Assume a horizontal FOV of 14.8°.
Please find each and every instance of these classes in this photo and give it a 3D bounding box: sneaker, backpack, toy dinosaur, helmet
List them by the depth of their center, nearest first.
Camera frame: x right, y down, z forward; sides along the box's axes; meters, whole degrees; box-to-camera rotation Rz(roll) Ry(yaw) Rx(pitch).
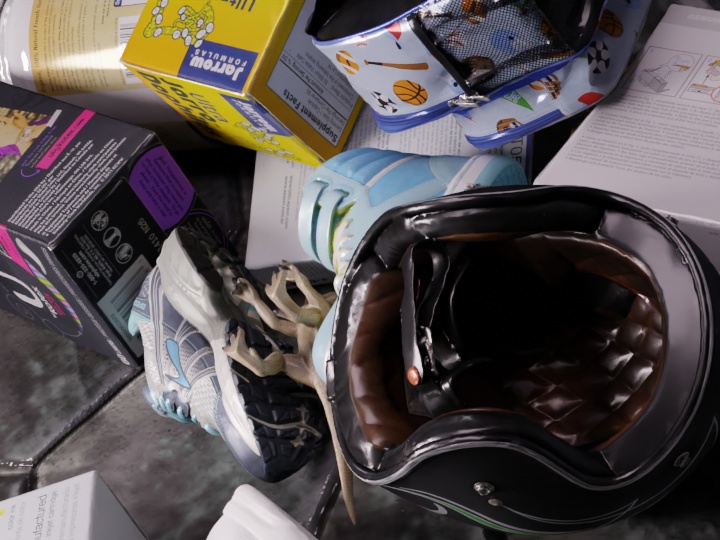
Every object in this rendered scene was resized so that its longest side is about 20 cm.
[{"bbox_3d":[0.097,0.047,1.454,0.190,0.201,0.200,5,30,-23],"label":"helmet"},{"bbox_3d":[-0.032,0.194,1.495,0.089,0.075,0.200,-51,34,-4],"label":"sneaker"},{"bbox_3d":[0.000,0.000,1.601,0.130,0.080,0.200,10,39,32],"label":"sneaker"},{"bbox_3d":[0.070,-0.165,1.613,0.190,0.155,0.200,-15,29,33],"label":"backpack"},{"bbox_3d":[-0.024,0.049,1.615,0.058,0.101,0.200,-47,25,24],"label":"toy dinosaur"},{"bbox_3d":[-0.085,0.067,1.674,0.086,0.077,0.200,-51,39,21],"label":"sneaker"}]

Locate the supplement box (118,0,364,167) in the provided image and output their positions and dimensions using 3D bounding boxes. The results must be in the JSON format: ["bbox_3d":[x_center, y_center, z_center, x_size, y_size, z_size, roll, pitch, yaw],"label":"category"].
[{"bbox_3d":[-0.043,-0.183,1.729,0.109,0.109,0.201,16,76,36],"label":"supplement box"}]

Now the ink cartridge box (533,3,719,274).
[{"bbox_3d":[0.222,-0.067,1.533,0.199,0.045,0.176,13,46,32],"label":"ink cartridge box"}]

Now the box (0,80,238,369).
[{"bbox_3d":[-0.197,-0.034,1.806,0.199,0.122,0.106,20,61,47],"label":"box"}]

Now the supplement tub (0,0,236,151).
[{"bbox_3d":[-0.149,-0.152,1.884,0.199,0.145,0.145,-2,47,33],"label":"supplement tub"}]

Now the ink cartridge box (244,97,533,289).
[{"bbox_3d":[0.028,-0.094,1.737,0.199,0.043,0.198,-7,63,26],"label":"ink cartridge box"}]

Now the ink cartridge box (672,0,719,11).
[{"bbox_3d":[0.243,-0.204,1.664,0.084,0.146,0.200,-37,38,-8],"label":"ink cartridge box"}]

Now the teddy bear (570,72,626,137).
[{"bbox_3d":[0.221,-0.059,1.600,0.199,0.067,0.146,0,57,27],"label":"teddy bear"}]

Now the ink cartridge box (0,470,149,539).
[{"bbox_3d":[-0.223,0.218,1.579,0.199,0.083,0.146,-19,40,16],"label":"ink cartridge box"}]
